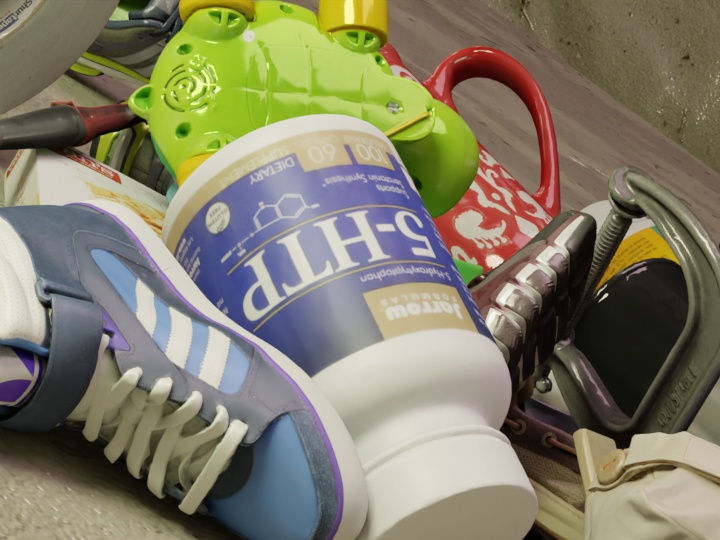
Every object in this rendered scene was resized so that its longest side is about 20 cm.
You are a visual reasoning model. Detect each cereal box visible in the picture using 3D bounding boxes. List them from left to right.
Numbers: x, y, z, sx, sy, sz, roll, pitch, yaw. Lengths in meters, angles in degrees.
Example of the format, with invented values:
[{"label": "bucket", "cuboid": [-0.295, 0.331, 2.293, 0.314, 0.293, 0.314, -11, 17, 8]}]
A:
[{"label": "cereal box", "cuboid": [-0.110, -0.001, 1.270, 0.144, 0.040, 0.200, 29, 13, -17]}]

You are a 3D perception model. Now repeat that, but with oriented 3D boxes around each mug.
[{"label": "mug", "cuboid": [0.049, -0.054, 1.590, 0.200, 0.178, 0.133, 45, 10, 30]}]

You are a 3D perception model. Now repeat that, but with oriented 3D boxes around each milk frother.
[{"label": "milk frother", "cuboid": [0.264, 0.063, 1.601, 0.188, 0.200, 0.180, 42, 11, 35]}]

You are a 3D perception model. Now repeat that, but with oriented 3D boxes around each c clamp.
[{"label": "c clamp", "cuboid": [0.131, 0.020, 1.334, 0.027, 0.200, 0.171, -8, 60, -28]}]

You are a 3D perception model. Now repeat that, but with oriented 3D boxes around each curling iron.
[{"label": "curling iron", "cuboid": [-0.145, -0.082, 1.318, 0.026, 0.050, 0.200, 59, 28, 8]}]

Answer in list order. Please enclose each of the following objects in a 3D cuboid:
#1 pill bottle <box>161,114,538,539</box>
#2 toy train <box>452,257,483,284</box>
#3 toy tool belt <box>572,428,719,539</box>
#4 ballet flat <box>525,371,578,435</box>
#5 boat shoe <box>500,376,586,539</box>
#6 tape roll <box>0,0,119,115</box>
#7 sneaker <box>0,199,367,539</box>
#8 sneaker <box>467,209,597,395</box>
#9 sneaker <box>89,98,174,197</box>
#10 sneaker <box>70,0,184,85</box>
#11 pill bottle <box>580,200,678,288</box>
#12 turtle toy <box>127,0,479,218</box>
[{"label": "pill bottle", "cuboid": [-0.002, 0.041, 1.122, 0.120, 0.120, 0.200, 18, 37, -50]}, {"label": "toy train", "cuboid": [0.000, 0.000, 1.395, 0.056, 0.042, 0.200, 16, -3, -30]}, {"label": "toy tool belt", "cuboid": [0.193, 0.152, 1.253, 0.200, 0.125, 0.123, 30, 21, -14]}, {"label": "ballet flat", "cuboid": [0.083, 0.060, 1.454, 0.200, 0.073, 0.073, 32, 12, -3]}, {"label": "boat shoe", "cuboid": [0.067, 0.072, 1.328, 0.200, 0.072, 0.072, 37, -1, 12]}, {"label": "tape roll", "cuboid": [-0.213, -0.172, 1.298, 0.200, 0.201, 0.066, 18, 20, -50]}, {"label": "sneaker", "cuboid": [-0.104, 0.055, 1.020, 0.200, 0.081, 0.146, 48, 32, 16]}, {"label": "sneaker", "cuboid": [0.031, 0.023, 1.266, 0.115, 0.076, 0.200, 26, 54, 19]}, {"label": "sneaker", "cuboid": [-0.073, -0.060, 1.477, 0.081, 0.074, 0.200, 30, 24, 26]}, {"label": "sneaker", "cuboid": [-0.116, -0.151, 1.634, 0.199, 0.074, 0.081, 13, -21, 0]}, {"label": "pill bottle", "cuboid": [0.224, 0.032, 1.821, 0.113, 0.113, 0.200, 22, 16, -41]}, {"label": "turtle toy", "cuboid": [-0.027, -0.073, 1.331, 0.199, 0.146, 0.101, 7, -23, -18]}]
